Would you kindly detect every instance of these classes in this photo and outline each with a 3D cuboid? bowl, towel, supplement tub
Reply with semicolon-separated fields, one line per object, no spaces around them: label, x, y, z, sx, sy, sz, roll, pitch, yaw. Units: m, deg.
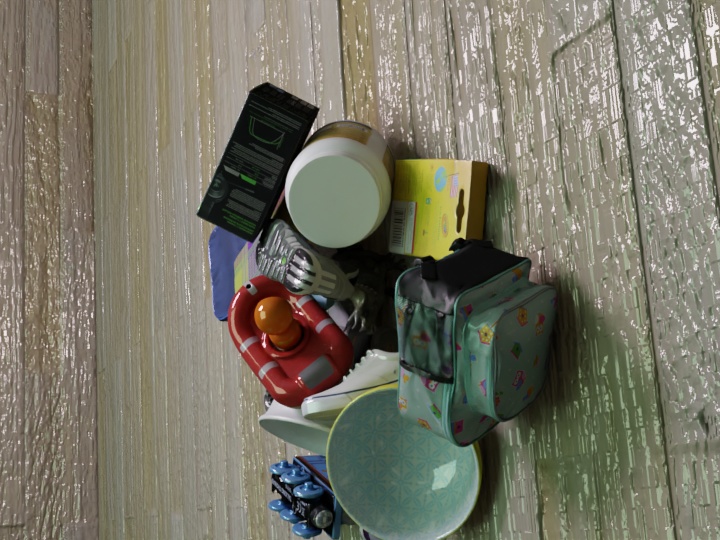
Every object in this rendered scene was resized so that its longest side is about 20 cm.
bowl;-0.039;0.204;1.540;0.200;0.199;0.092;-21;48;62
towel;-0.134;-0.044;1.630;0.201;0.023;0.144;-54;26;25
bowl;0.066;0.226;1.353;0.108;0.197;0.203;-33;-44;-67
supplement tub;-0.026;-0.119;1.482;0.200;0.142;0.147;-74;-4;-72

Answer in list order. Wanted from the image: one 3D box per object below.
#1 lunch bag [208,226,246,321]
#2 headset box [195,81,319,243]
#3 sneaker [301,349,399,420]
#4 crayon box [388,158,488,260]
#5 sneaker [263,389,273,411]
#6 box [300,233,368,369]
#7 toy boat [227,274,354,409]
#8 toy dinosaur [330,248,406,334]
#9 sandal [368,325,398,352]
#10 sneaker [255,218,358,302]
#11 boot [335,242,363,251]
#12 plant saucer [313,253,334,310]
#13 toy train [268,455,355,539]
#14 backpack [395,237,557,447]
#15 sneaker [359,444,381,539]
lunch bag;-0.172;0.007;1.876;0.135;0.131;0.203;-28;61;43
headset box;-0.145;-0.150;1.535;0.174;0.092;0.202;-75;11;-75
sneaker;0.016;0.143;1.410;0.073;0.197;0.072;78;177;-68
crayon box;0.105;-0.077;1.384;0.199;0.050;0.129;-166;80;-65
sneaker;-0.091;0.193;1.684;0.200;0.065;0.092;-49;-46;-64
box;-0.057;0.051;1.658;0.201;0.048;0.160;57;146;32
toy boat;-0.105;0.079;1.457;0.200;0.130;0.131;47;169;35
toy dinosaur;0.000;0.000;1.538;0.201;0.101;0.078;59;139;43
sandal;0.056;0.165;1.465;0.054;0.081;0.203;-26;55;37
sneaker;-0.065;-0.002;1.460;0.076;0.114;0.200;-64;29;11
boot;-0.061;-0.056;1.724;0.200;0.069;0.134;144;116;-67
plant saucer;-0.079;-0.005;1.584;0.200;0.019;0.071;33;121;59
toy train;-0.068;0.341;1.643;0.199;0.112;0.088;-161;72;-64
backpack;0.124;0.089;1.190;0.152;0.175;0.203;24;121;29
sneaker;0.036;0.311;1.446;0.087;0.074;0.202;38;150;47
